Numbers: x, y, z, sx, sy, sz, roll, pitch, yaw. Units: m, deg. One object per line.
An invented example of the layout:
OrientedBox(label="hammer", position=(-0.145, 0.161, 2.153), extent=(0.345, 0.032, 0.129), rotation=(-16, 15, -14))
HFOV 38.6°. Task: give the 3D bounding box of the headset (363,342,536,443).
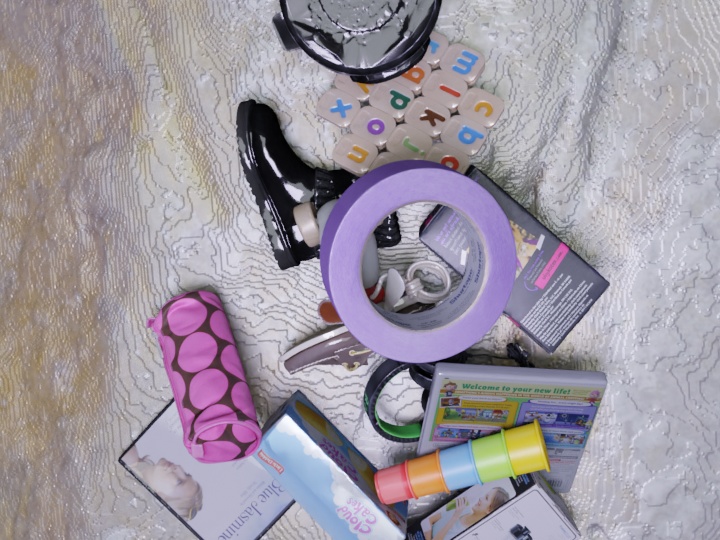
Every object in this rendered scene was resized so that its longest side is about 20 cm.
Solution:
OrientedBox(label="headset", position=(0.103, 0.137, 1.196), extent=(0.198, 0.094, 0.125), rotation=(-25, 126, -6))

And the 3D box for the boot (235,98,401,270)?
OrientedBox(label="boot", position=(-0.046, -0.113, 1.199), extent=(0.156, 0.080, 0.214), rotation=(-15, 105, 11))

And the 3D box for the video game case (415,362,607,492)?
OrientedBox(label="video game case", position=(0.169, 0.186, 1.195), extent=(0.197, 0.022, 0.184), rotation=(4, 125, -7))

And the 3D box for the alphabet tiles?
OrientedBox(label="alphabet tiles", position=(0.056, -0.184, 1.173), extent=(0.194, 0.015, 0.201), rotation=(28, 74, 18))

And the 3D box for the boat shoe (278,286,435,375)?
OrientedBox(label="boat shoe", position=(0.000, 0.085, 1.226), extent=(0.198, 0.072, 0.060), rotation=(-24, 92, -1))

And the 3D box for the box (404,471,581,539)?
OrientedBox(label="box", position=(0.147, 0.318, 1.220), extent=(0.199, 0.060, 0.117), rotation=(-36, 121, 10))

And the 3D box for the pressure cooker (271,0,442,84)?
OrientedBox(label="pressure cooker", position=(0.003, -0.299, 1.117), extent=(0.174, 0.200, 0.181), rotation=(20, 99, -4))

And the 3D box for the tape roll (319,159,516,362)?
OrientedBox(label="tape roll", position=(0.059, -0.010, 1.067), extent=(0.197, 0.066, 0.203), rotation=(-3, 104, -11))

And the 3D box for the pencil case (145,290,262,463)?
OrientedBox(label="pencil case", position=(-0.181, 0.124, 1.185), extent=(0.092, 0.201, 0.091), rotation=(-6, 139, -25))

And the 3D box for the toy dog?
OrientedBox(label="toy dog", position=(0.000, 0.000, 1.132), extent=(0.132, 0.096, 0.200), rotation=(-42, 95, 15))

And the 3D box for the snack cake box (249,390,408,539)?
OrientedBox(label="snack cake box", position=(-0.034, 0.247, 1.221), extent=(0.067, 0.115, 0.200), rotation=(-44, 93, 7))

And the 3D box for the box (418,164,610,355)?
OrientedBox(label="box", position=(0.171, -0.016, 1.178), extent=(0.200, 0.122, 0.106), rotation=(41, 97, -1))

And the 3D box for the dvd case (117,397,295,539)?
OrientedBox(label="dvd case", position=(-0.184, 0.253, 1.279), extent=(0.200, 0.018, 0.143), rotation=(44, 96, -3))

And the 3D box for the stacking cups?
OrientedBox(label="stacking cups", position=(0.113, 0.219, 1.173), extent=(0.197, 0.060, 0.061), rotation=(-14, 95, 12))
